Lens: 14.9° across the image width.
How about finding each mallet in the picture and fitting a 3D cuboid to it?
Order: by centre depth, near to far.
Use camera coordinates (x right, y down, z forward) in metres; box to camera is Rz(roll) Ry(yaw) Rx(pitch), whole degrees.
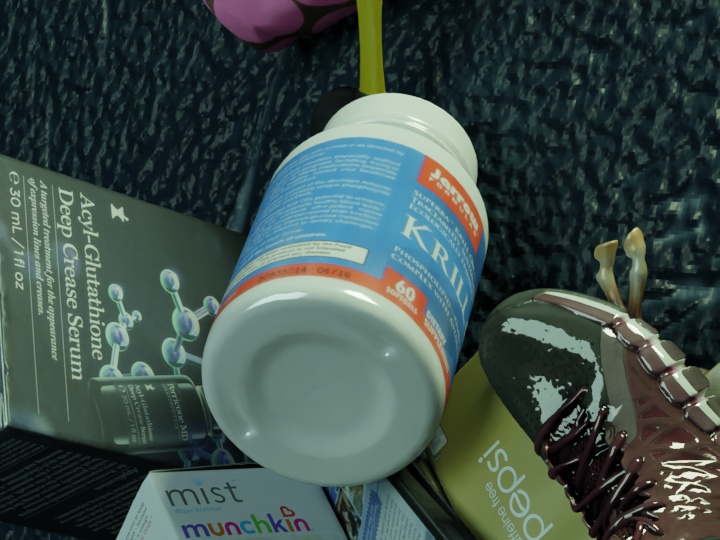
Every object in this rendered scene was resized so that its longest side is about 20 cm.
[{"bbox_3d":[-0.002,-0.140,1.380,0.066,0.041,0.200,20,123,50],"label":"mallet"}]

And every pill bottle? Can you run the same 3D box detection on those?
[{"bbox_3d":[0.000,0.000,1.289,0.112,0.112,0.200,-38,19,31],"label":"pill bottle"}]

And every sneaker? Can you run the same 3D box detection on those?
[{"bbox_3d":[0.108,0.091,1.141,0.200,0.115,0.076,39,127,18],"label":"sneaker"}]

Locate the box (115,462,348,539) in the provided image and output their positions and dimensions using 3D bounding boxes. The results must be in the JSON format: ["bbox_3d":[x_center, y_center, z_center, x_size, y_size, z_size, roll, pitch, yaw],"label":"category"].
[{"bbox_3d":[-0.066,0.223,1.303,0.177,0.097,0.200,60,139,40],"label":"box"}]

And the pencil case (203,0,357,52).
[{"bbox_3d":[-0.001,-0.191,1.425,0.200,0.091,0.094,-24,61,37],"label":"pencil case"}]

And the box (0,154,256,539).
[{"bbox_3d":[-0.142,0.048,1.405,0.107,0.200,0.149,-27,60,37],"label":"box"}]

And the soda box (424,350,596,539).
[{"bbox_3d":[0.099,0.127,1.225,0.064,0.068,0.200,-47,48,24],"label":"soda box"}]

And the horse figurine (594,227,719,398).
[{"bbox_3d":[0.161,0.039,1.196,0.200,0.050,0.133,-16,83,34],"label":"horse figurine"}]

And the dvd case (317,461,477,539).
[{"bbox_3d":[0.011,0.152,1.287,0.200,0.018,0.143,-131,43,-52],"label":"dvd case"}]

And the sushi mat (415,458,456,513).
[{"bbox_3d":[0.063,0.185,1.243,0.096,0.012,0.200,92,158,-48],"label":"sushi mat"}]
